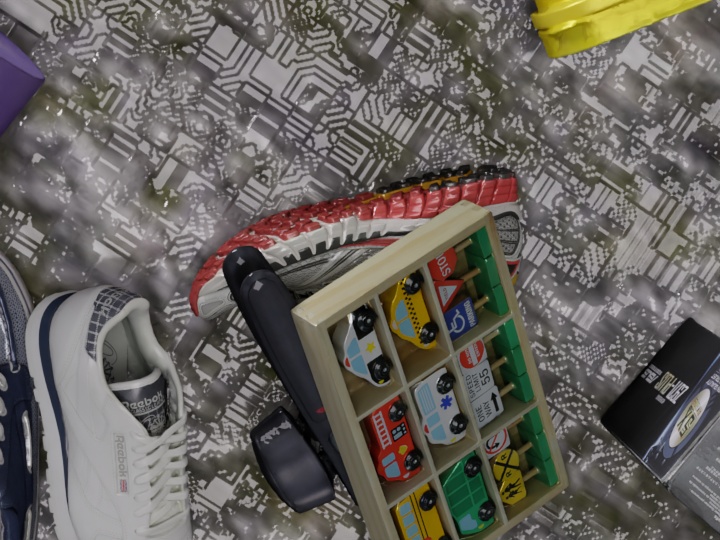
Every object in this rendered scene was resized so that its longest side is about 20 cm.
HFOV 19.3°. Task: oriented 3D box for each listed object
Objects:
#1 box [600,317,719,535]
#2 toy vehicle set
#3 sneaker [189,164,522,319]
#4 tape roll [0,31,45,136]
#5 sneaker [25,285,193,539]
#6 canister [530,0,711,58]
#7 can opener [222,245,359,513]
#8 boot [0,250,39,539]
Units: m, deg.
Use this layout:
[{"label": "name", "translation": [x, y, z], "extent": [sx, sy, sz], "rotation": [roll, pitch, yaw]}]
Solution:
[{"label": "box", "translation": [0.251, 0.133, 1.214], "extent": [0.200, 0.164, 0.086], "rotation": [40, 92, -10]}, {"label": "toy vehicle set", "translation": [0.043, 0.074, 1.196], "extent": [0.124, 0.026, 0.201], "rotation": [-33, 125, -22]}, {"label": "sneaker", "translation": [0.000, 0.000, 1.214], "extent": [0.199, 0.078, 0.083], "rotation": [-13, 101, -3]}, {"label": "tape roll", "translation": [-0.269, -0.130, 1.108], "extent": [0.200, 0.200, 0.085], "rotation": [38, 92, -9]}, {"label": "sneaker", "translation": [-0.130, 0.107, 1.205], "extent": [0.076, 0.080, 0.201], "rotation": [-27, 106, -44]}, {"label": "canister", "translation": [0.140, -0.240, 1.190], "extent": [0.148, 0.087, 0.201], "rotation": [-22, 98, -2]}, {"label": "can opener", "translation": [-0.030, 0.067, 1.192], "extent": [0.078, 0.063, 0.200], "rotation": [-35, 136, -15]}, {"label": "boot", "translation": [-0.214, 0.083, 1.199], "extent": [0.072, 0.090, 0.201], "rotation": [-8, 99, -4]}]
